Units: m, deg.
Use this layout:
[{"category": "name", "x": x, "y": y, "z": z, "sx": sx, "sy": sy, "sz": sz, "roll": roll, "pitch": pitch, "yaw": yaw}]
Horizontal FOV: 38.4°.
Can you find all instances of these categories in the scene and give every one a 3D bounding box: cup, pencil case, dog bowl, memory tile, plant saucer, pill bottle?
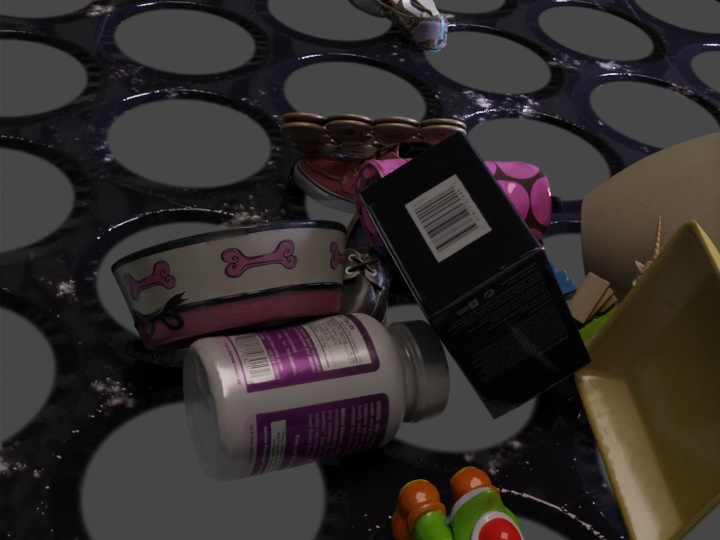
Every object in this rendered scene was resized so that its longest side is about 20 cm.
[{"category": "cup", "x": 0.300, "y": -0.030, "z": 1.039, "sx": 0.142, "sy": 0.202, "sz": 0.201, "roll": -4, "pitch": 32, "yaw": 21}, {"category": "pencil case", "x": 0.092, "y": -0.061, "z": 1.008, "sx": 0.198, "sy": 0.091, "sz": 0.095, "roll": -2, "pitch": 83, "yaw": -24}, {"category": "dog bowl", "x": -0.103, "y": 0.017, "z": 0.863, "sx": 0.198, "sy": 0.200, "sz": 0.075, "roll": -9, "pitch": 83, "yaw": -24}, {"category": "memory tile", "x": 0.017, "y": -0.144, "z": 1.134, "sx": 0.198, "sy": 0.017, "sz": 0.153, "roll": 3, "pitch": -7, "yaw": 4}, {"category": "plant saucer", "x": 0.259, "y": 0.099, "z": 0.814, "sx": 0.048, "sy": 0.201, "sz": 0.201, "roll": 8, "pitch": 45, "yaw": -20}, {"category": "pill bottle", "x": -0.033, "y": 0.095, "z": 0.827, "sx": 0.198, "sy": 0.113, "sz": 0.113, "roll": -7, "pitch": 41, "yaw": -24}]

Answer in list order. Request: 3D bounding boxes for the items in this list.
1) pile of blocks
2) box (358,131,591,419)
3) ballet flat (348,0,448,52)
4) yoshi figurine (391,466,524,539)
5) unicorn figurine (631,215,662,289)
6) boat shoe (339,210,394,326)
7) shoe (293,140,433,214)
[{"category": "pile of blocks", "x": 0.196, "y": 0.039, "z": 0.993, "sx": 0.199, "sy": 0.062, "sz": 0.082, "roll": 37, "pitch": 88, "yaw": 26}, {"category": "box", "x": 0.101, "y": 0.009, "z": 0.877, "sx": 0.104, "sy": 0.200, "sz": 0.149, "roll": -31, "pitch": 51, "yaw": 3}, {"category": "ballet flat", "x": 0.057, "y": -0.393, "z": 1.517, "sx": 0.072, "sy": 0.073, "sz": 0.200, "roll": -22, "pitch": 48, "yaw": -36}, {"category": "yoshi figurine", "x": 0.101, "y": 0.233, "z": 0.724, "sx": 0.112, "sy": 0.113, "sz": 0.200, "roll": 38, "pitch": 4, "yaw": -35}, {"category": "unicorn figurine", "x": 0.303, "y": 0.070, "z": 0.911, "sx": 0.073, "sy": 0.201, "sz": 0.137, "roll": -29, "pitch": 25, "yaw": -15}, {"category": "boat shoe", "x": 0.000, "y": 0.000, "z": 1.003, "sx": 0.068, "sy": 0.057, "sz": 0.201, "roll": 12, "pitch": 37, "yaw": 0}, {"category": "shoe", "x": 0.022, "y": -0.105, "z": 1.116, "sx": 0.199, "sy": 0.092, "sz": 0.072, "roll": 24, "pitch": 38, "yaw": 16}]
